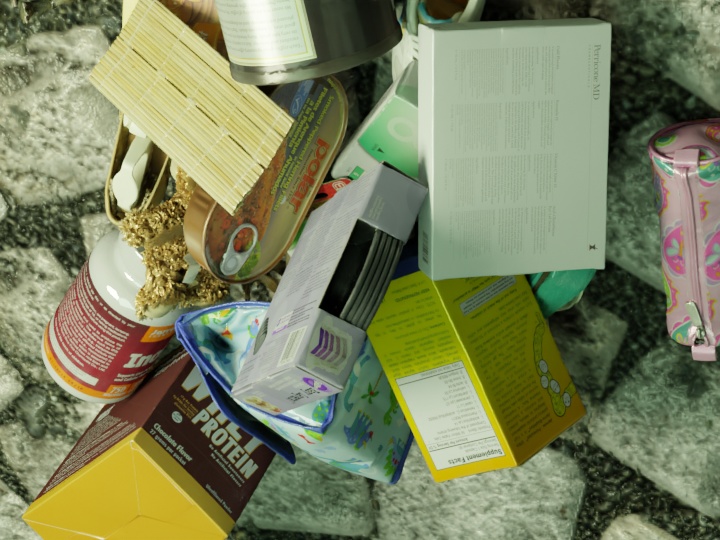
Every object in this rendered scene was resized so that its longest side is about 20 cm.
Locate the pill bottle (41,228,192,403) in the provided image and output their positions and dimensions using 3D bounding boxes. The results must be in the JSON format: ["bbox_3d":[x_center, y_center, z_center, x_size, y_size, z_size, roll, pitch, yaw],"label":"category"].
[{"bbox_3d":[-0.229,0.032,1.716,0.113,0.113,0.200,35,130,-3],"label":"pill bottle"}]

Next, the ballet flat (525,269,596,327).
[{"bbox_3d":[0.152,0.035,1.583,0.070,0.068,0.200,16,143,-19],"label":"ballet flat"}]

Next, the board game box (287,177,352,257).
[{"bbox_3d":[0.000,0.000,1.603,0.095,0.030,0.201,-15,127,31],"label":"board game box"}]

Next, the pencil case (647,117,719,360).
[{"bbox_3d":[0.291,-0.026,1.470,0.087,0.088,0.202,3,123,22],"label":"pencil case"}]

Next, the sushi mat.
[{"bbox_3d":[-0.144,-0.143,1.475,0.200,0.012,0.096,42,101,24],"label":"sushi mat"}]

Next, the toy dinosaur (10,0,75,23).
[{"bbox_3d":[-0.255,-0.260,1.515,0.200,0.101,0.078,-162,61,-67],"label":"toy dinosaur"}]

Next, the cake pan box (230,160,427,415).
[{"bbox_3d":[-0.027,0.018,1.430,0.052,0.186,0.200,26,161,-13],"label":"cake pan box"}]

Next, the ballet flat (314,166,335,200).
[{"bbox_3d":[-0.060,-0.084,1.612,0.198,0.047,0.068,13,155,22],"label":"ballet flat"}]

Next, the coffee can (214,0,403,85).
[{"bbox_3d":[-0.057,-0.267,1.395,0.145,0.146,0.202,-3,113,25],"label":"coffee can"}]

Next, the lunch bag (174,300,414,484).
[{"bbox_3d":[-0.059,0.105,1.625,0.199,0.128,0.170,20,167,32],"label":"lunch bag"}]

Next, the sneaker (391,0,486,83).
[{"bbox_3d":[0.062,-0.202,1.449,0.076,0.081,0.201,18,130,9],"label":"sneaker"}]

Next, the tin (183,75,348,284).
[{"bbox_3d":[-0.082,-0.085,1.511,0.042,0.112,0.201,32,97,43],"label":"tin"}]

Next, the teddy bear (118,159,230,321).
[{"bbox_3d":[-0.153,-0.040,1.577,0.067,0.144,0.201,50,153,38],"label":"teddy bear"}]

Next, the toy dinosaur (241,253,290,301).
[{"bbox_3d":[-0.060,0.004,1.673,0.100,0.058,0.201,-12,127,13],"label":"toy dinosaur"}]

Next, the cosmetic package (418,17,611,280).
[{"bbox_3d":[0.122,-0.098,1.405,0.149,0.052,0.202,-3,104,-11],"label":"cosmetic package"}]

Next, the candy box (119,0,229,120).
[{"bbox_3d":[-0.150,-0.212,1.549,0.114,0.055,0.201,17,128,12],"label":"candy box"}]

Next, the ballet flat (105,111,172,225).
[{"bbox_3d":[-0.187,-0.119,1.555,0.068,0.063,0.201,23,130,7],"label":"ballet flat"}]

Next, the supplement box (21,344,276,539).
[{"bbox_3d":[-0.196,0.192,1.757,0.133,0.200,0.197,46,128,-12],"label":"supplement box"}]

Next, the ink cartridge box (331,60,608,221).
[{"bbox_3d":[0.089,-0.078,1.504,0.199,0.050,0.161,33,150,-6],"label":"ink cartridge box"}]

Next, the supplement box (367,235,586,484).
[{"bbox_3d":[0.091,0.067,1.520,0.108,0.109,0.201,-18,98,48],"label":"supplement box"}]
